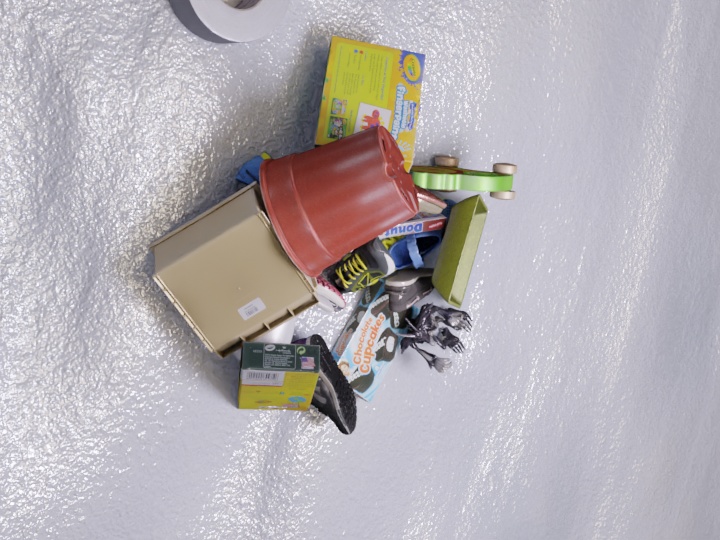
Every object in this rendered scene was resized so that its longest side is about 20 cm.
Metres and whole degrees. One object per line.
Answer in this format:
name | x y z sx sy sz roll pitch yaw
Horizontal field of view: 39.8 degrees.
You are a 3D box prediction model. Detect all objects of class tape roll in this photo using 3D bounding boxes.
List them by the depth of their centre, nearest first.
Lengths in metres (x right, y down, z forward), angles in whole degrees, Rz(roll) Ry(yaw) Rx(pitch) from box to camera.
tape roll | -0.201 -0.454 1.535 0.198 0.066 0.203 -9 105 -38

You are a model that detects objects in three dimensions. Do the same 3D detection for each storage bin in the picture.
storage bin | -0.193 0.006 1.556 0.198 0.094 0.200 -30 122 5

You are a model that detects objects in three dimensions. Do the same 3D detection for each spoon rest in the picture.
spoon rest | -0.130 0.095 1.658 0.199 0.061 0.099 -37 134 22

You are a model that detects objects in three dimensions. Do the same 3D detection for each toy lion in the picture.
toy lion | 0.162 -0.167 1.805 0.191 0.198 0.070 -12 109 -56

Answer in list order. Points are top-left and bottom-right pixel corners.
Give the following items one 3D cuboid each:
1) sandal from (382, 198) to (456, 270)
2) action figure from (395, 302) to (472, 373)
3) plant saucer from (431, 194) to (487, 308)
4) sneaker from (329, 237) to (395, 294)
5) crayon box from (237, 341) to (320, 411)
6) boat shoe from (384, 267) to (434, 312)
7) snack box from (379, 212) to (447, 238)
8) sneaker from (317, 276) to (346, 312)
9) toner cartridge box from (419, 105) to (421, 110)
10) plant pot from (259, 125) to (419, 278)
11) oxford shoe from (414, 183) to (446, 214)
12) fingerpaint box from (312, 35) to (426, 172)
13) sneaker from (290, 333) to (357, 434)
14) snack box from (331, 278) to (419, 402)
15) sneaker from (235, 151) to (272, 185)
sandal | 0.124 -0.061 1.860 0.200 0.087 0.080 -44 120 -26
action figure | 0.150 0.119 1.873 0.199 0.102 0.120 -1 121 -58
plant saucer | 0.181 -0.037 1.845 0.200 0.047 0.202 22 84 -77
sneaker | 0.000 0.000 1.717 0.084 0.200 0.075 -30 79 -18
crayon box | -0.138 0.177 1.634 0.125 0.201 0.051 4 63 -8
boat shoe | 0.094 0.033 1.837 0.200 0.066 0.058 -18 113 -64
snack box | 0.053 -0.085 1.780 0.198 0.072 0.025 -10 118 -25
sneaker | -0.114 0.035 1.700 0.198 0.081 0.075 19 102 -32
toner cartridge box | 0.040 -0.203 1.758 0.043 0.094 0.203 15 89 -39
plant pot | -0.024 -0.119 1.541 0.193 0.202 0.202 -22 121 15
oxford shoe | 0.053 -0.117 1.691 0.198 0.071 0.075 12 107 -24
fingerpaint box | 0.014 -0.271 1.656 0.164 0.073 0.203 9 71 -6
sneaker | -0.075 0.206 1.758 0.202 0.087 0.076 65 25 -19
snack box | 0.021 0.129 1.844 0.116 0.037 0.202 39 75 -36
sneaker | -0.141 -0.098 1.659 0.078 0.066 0.201 -38 120 -13
